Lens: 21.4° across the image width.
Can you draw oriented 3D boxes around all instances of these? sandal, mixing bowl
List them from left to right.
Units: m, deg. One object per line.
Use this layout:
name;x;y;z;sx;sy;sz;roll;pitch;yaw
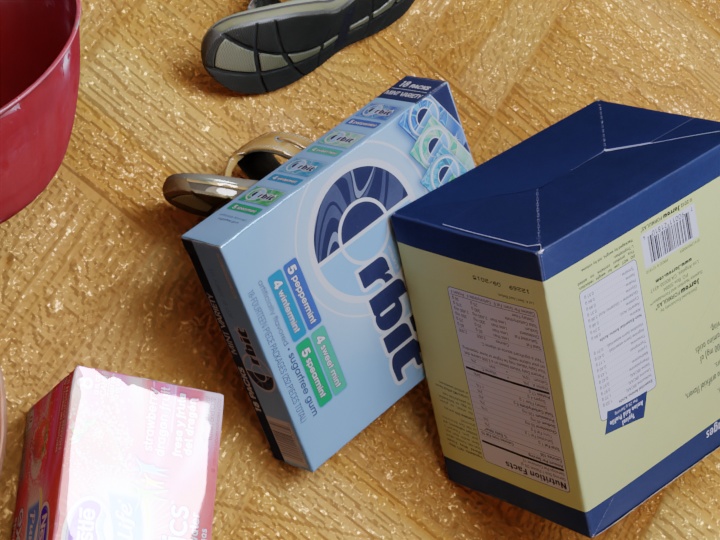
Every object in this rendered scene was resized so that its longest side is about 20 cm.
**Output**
mixing bowl;-0.245;-0.090;1.110;0.199;0.109;0.201;-7;44;7
sandal;-0.043;-0.064;1.242;0.199;0.080;0.054;-5;87;-35
sandal;-0.036;-0.179;1.302;0.201;0.080;0.057;-30;69;-39

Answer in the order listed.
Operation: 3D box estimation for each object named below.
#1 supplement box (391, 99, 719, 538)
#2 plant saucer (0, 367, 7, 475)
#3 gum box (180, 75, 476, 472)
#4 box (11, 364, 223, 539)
supplement box;0.151;0.025;1.226;0.200;0.134;0.201;-29;119;-32
plant saucer;-0.276;0.079;1.053;0.200;0.032;0.201;20;66;-54
gum box;0.000;0.000;1.208;0.200;0.044;0.171;-38;122;-30
box;-0.145;0.168;1.090;0.094;0.103;0.201;13;67;-22
